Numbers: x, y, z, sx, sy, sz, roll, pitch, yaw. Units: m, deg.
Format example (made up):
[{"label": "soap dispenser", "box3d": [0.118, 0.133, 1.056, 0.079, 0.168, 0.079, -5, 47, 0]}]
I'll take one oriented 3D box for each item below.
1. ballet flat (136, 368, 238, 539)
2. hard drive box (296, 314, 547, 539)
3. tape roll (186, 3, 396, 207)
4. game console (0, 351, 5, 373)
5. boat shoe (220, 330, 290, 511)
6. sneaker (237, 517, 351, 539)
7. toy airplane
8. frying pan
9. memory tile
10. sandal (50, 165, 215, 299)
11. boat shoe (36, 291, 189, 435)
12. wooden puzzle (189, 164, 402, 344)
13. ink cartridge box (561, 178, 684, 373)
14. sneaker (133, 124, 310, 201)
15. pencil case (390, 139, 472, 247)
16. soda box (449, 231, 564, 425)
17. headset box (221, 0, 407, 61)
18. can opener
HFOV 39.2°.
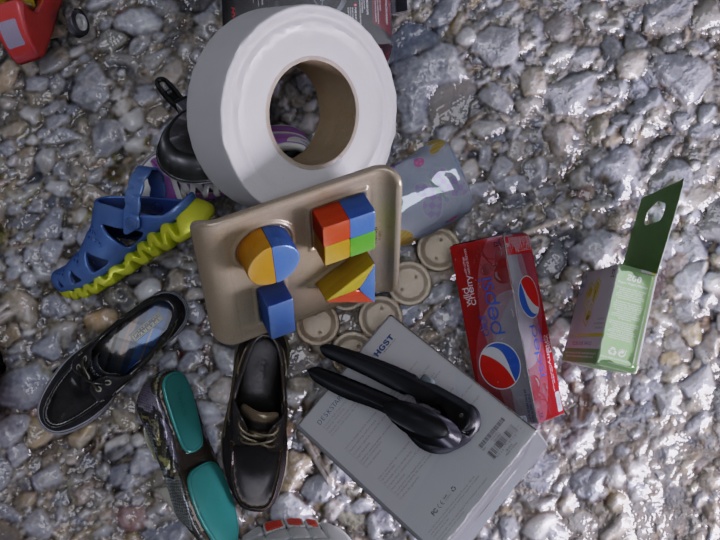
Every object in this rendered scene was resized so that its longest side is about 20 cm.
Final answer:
[{"label": "ballet flat", "box3d": [-0.186, 0.205, 1.064, 0.072, 0.072, 0.201, -19, 84, -4]}, {"label": "hard drive box", "box3d": [0.062, 0.168, 1.027, 0.200, 0.077, 0.156, 39, 86, 27]}, {"label": "tape roll", "box3d": [-0.062, -0.152, 0.972, 0.202, 0.071, 0.203, -8, 103, -36]}, {"label": "game console", "box3d": [-0.479, 0.105, 1.023, 0.200, 0.119, 0.173, -18, 88, -4]}, {"label": "boat shoe", "box3d": [-0.112, 0.155, 1.061, 0.074, 0.073, 0.200, 0, 87, -3]}, {"label": "sneaker", "box3d": [-0.103, 0.322, 1.066, 0.200, 0.077, 0.082, -10, 114, -2]}, {"label": "toy airplane", "box3d": [-0.358, -0.340, 1.042, 0.199, 0.141, 0.200, 40, 101, 20]}, {"label": "frying pan", "box3d": [-0.158, -0.161, 1.041, 0.115, 0.031, 0.190, -13, 50, 1]}, {"label": "memory tile", "box3d": [0.000, 0.000, 1.105, 0.153, 0.017, 0.200, 40, 86, 0]}, {"label": "sandal", "box3d": [-0.245, -0.041, 1.039, 0.200, 0.080, 0.087, -31, 103, 19]}, {"label": "boat shoe", "box3d": [-0.263, 0.097, 1.060, 0.200, 0.066, 0.070, -39, 89, -5]}, {"label": "wooden puzzle", "box3d": [-0.053, -0.003, 0.975, 0.200, 0.185, 0.046, -16, 53, -12]}, {"label": "ink cartridge box", "box3d": [0.270, 0.005, 1.053, 0.048, 0.146, 0.200, 14, 86, -1]}, {"label": "sneaker", "box3d": [-0.147, -0.104, 1.049, 0.200, 0.114, 0.073, -20, 110, -3]}, {"label": "pencil case", "box3d": [0.019, -0.064, 1.060, 0.200, 0.083, 0.091, -26, 80, -4]}, {"label": "soda box", "box3d": [0.155, 0.063, 1.073, 0.070, 0.063, 0.200, -12, 87, 37]}, {"label": "headset box", "box3d": [-0.049, -0.303, 1.090, 0.200, 0.077, 0.149, -3, 87, -4]}, {"label": "can opener", "box3d": [0.030, 0.117, 0.983, 0.200, 0.079, 0.063, 26, 72, 39]}]
